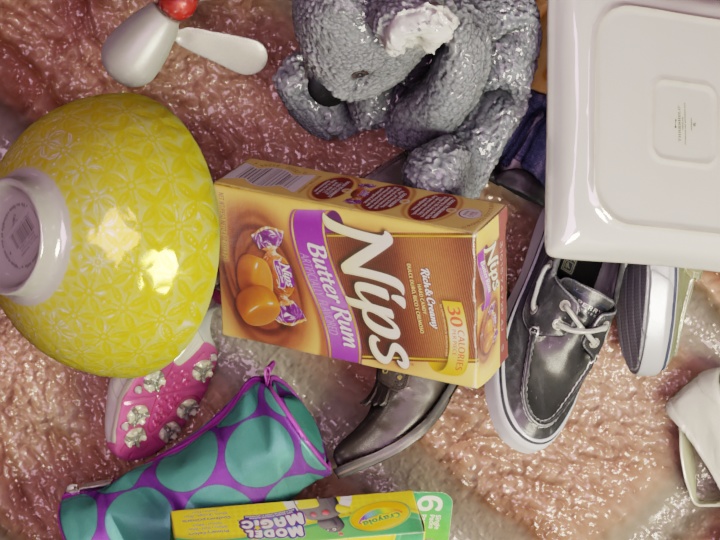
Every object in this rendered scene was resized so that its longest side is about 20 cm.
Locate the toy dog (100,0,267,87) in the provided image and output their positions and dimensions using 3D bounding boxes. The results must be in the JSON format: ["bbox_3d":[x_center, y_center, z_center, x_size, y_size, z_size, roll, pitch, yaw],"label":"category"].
[{"bbox_3d":[-0.091,-0.207,1.647,0.200,0.096,0.132,-23,71,15],"label":"toy dog"}]

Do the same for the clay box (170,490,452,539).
[{"bbox_3d":[-0.032,0.215,1.631,0.199,0.048,0.115,-4,128,-9],"label":"clay box"}]

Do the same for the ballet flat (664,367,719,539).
[{"bbox_3d":[0.273,0.168,1.655,0.069,0.069,0.200,-23,86,3],"label":"ballet flat"}]

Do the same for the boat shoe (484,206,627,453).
[{"bbox_3d":[0.145,0.029,1.613,0.072,0.068,0.200,29,67,-20],"label":"boat shoe"}]

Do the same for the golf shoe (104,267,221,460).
[{"bbox_3d":[-0.147,0.037,1.671,0.091,0.075,0.200,36,113,41],"label":"golf shoe"}]

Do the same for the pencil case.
[{"bbox_3d":[-0.120,0.153,1.650,0.200,0.085,0.093,-32,97,8],"label":"pencil case"}]

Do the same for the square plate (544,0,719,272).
[{"bbox_3d":[0.215,-0.102,1.601,0.198,0.028,0.201,5,83,-28],"label":"square plate"}]

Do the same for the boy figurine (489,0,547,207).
[{"bbox_3d":[0.148,-0.144,1.641,0.124,0.064,0.200,30,93,20],"label":"boy figurine"}]

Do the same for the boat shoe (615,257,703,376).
[{"bbox_3d":[0.221,-0.025,1.642,0.062,0.072,0.201,4,92,-13],"label":"boat shoe"}]

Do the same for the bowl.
[{"bbox_3d":[-0.201,-0.023,1.594,0.200,0.108,0.201,1,92,43],"label":"bowl"}]

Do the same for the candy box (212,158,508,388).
[{"bbox_3d":[0.000,0.000,1.573,0.200,0.056,0.117,10,118,25],"label":"candy box"}]

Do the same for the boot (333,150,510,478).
[{"bbox_3d":[0.011,0.029,1.661,0.200,0.069,0.174,-43,88,-6],"label":"boot"}]

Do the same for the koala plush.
[{"bbox_3d":[0.018,-0.164,1.559,0.177,0.200,0.184,37,93,31],"label":"koala plush"}]
